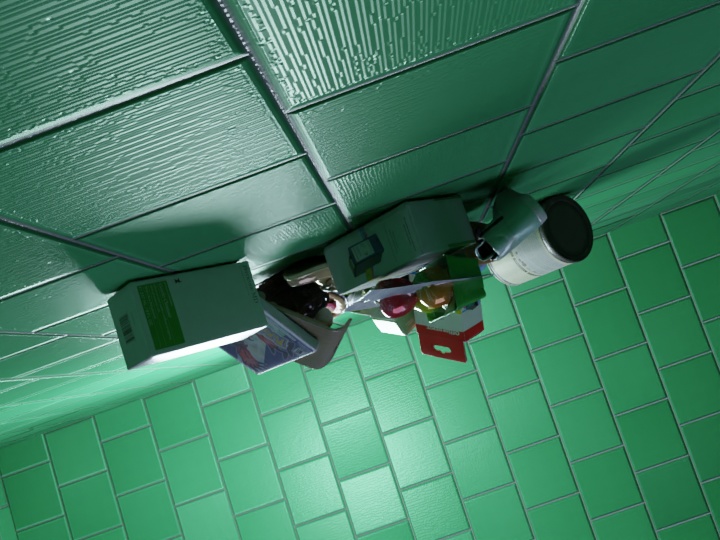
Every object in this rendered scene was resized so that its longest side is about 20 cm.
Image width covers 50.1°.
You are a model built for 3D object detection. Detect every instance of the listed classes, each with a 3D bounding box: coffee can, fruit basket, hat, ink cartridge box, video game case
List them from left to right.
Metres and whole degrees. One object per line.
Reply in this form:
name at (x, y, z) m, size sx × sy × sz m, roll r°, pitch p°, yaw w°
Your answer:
video game case at (-0.196, 0.098, 1.304) m, size 0.181 × 0.199 × 0.023 m, roll -25°, pitch -146°, yaw 44°
hat at (-0.114, 0.054, 1.395) m, size 0.198 × 0.082 × 0.201 m, roll -23°, pitch 166°, yaw -6°
ink cartridge box at (0.060, -0.040, 1.230) m, size 0.199 × 0.089 × 0.144 m, roll -24°, pitch 172°, yaw 43°
ink cartridge box at (0.078, 0.061, 1.567) m, size 0.145 × 0.048 × 0.199 m, roll -43°, pitch -161°, yaw -21°
fruit basket at (0.084, 0.028, 1.199) m, size 0.197 × 0.095 × 0.185 m, roll -3°, pitch 168°, yaw -15°
ink cartridge box at (0.159, 0.058, 1.423) m, size 0.115 × 0.203 × 0.067 m, roll 8°, pitch -157°, yaw 44°
coffee can at (0.388, -0.062, 1.697) m, size 0.145 × 0.148 × 0.199 m, roll -14°, pitch 172°, yaw -33°

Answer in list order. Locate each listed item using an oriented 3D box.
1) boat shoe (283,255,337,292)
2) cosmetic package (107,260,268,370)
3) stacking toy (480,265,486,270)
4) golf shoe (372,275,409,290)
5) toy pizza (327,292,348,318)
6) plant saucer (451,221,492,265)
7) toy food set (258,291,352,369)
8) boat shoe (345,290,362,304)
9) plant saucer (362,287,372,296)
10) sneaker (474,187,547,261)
boat shoe at (-0.044, 0.006, 1.315) m, size 0.072 × 0.066 × 0.198 m, roll 4°, pitch -165°, yaw 45°
cosmetic package at (-0.243, 0.061, 1.099) m, size 0.198 × 0.109 × 0.084 m, roll -15°, pitch 172°, yaw -44°
stacking toy at (0.212, -0.045, 1.617) m, size 0.115 × 0.111 × 0.200 m, roll -33°, pitch 179°, yaw 24°
golf shoe at (0.061, 0.033, 1.506) m, size 0.097 × 0.078 × 0.200 m, roll -39°, pitch -170°, yaw 26°
toy pizza at (-0.122, 0.079, 1.571) m, size 0.197 × 0.032 × 0.201 m, roll -2°, pitch 156°, yaw -1°
plant saucer at (0.166, -0.050, 1.364) m, size 0.197 × 0.033 × 0.201 m, roll -5°, pitch -161°, yaw 2°
toy food set at (-0.124, 0.088, 1.330) m, size 0.198 × 0.061 × 0.144 m, roll 22°, pitch 143°, yaw -4°
boat shoe at (-0.066, 0.050, 1.689) m, size 0.066 × 0.071 × 0.199 m, roll -16°, pitch 180°, yaw -32°
plant saucer at (0.044, 0.065, 1.742) m, size 0.031 × 0.199 × 0.200 m, roll -57°, pitch 175°, yaw -5°
sneaker at (0.225, -0.073, 1.272) m, size 0.118 × 0.074 × 0.200 m, roll -40°, pitch -175°, yaw 2°
